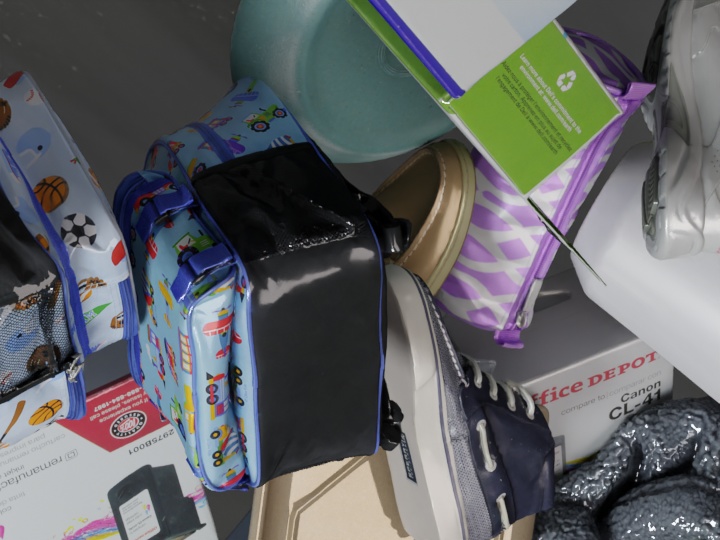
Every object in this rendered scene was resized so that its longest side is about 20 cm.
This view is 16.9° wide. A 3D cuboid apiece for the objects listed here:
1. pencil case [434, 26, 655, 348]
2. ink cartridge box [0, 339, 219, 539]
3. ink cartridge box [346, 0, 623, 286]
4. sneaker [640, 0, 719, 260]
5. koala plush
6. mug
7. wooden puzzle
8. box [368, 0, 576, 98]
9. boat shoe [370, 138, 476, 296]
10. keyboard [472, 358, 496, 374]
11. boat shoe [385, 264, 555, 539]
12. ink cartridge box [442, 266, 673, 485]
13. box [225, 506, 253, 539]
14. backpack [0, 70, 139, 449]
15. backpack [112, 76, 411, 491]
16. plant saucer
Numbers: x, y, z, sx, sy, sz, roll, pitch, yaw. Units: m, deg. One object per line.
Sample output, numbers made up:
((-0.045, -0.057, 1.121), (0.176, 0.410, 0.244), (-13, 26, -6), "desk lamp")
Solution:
((0.105, -0.051, 1.489), (0.084, 0.086, 0.201), (1, 124, -36), "pencil case")
((-0.174, 0.129, 1.465), (0.145, 0.083, 0.201), (-25, 135, -12), "ink cartridge box")
((0.083, -0.102, 1.337), (0.076, 0.148, 0.200), (-42, 137, 4), "ink cartridge box")
((0.221, -0.094, 1.458), (0.099, 0.201, 0.078), (7, 158, -5), "sneaker")
((0.240, 0.199, 1.579), (0.184, 0.200, 0.177), (-47, 137, 7), "koala plush")
((0.222, -0.009, 1.533), (0.150, 0.153, 0.187), (-63, 170, 17), "mug")
((0.018, 0.168, 1.519), (0.199, 0.037, 0.186), (4, 98, -24), "wooden puzzle")
((0.002, -0.217, 1.202), (0.105, 0.200, 0.184), (-40, 136, 5), "box")
((0.000, 0.000, 1.470), (0.064, 0.071, 0.200), (15, 123, -33), "boat shoe")
((-0.016, 0.069, 1.492), (0.199, 0.011, 0.056), (4, 142, -20), "keyboard")
((0.061, 0.076, 1.462), (0.092, 0.075, 0.201), (-22, 120, -22), "boat shoe")
((0.132, 0.107, 1.638), (0.147, 0.086, 0.201), (-20, 135, -16), "ink cartridge box")
((-0.010, 0.246, 1.649), (0.200, 0.107, 0.149), (27, 109, -43), "box")
((-0.205, 0.001, 1.280), (0.153, 0.200, 0.191), (-15, 145, -19), "backpack")
((-0.069, -0.002, 1.338), (0.134, 0.200, 0.183), (-16, 133, -19), "backpack")
((0.022, -0.138, 1.401), (0.199, 0.036, 0.201), (-18, 133, -20), "plant saucer")
